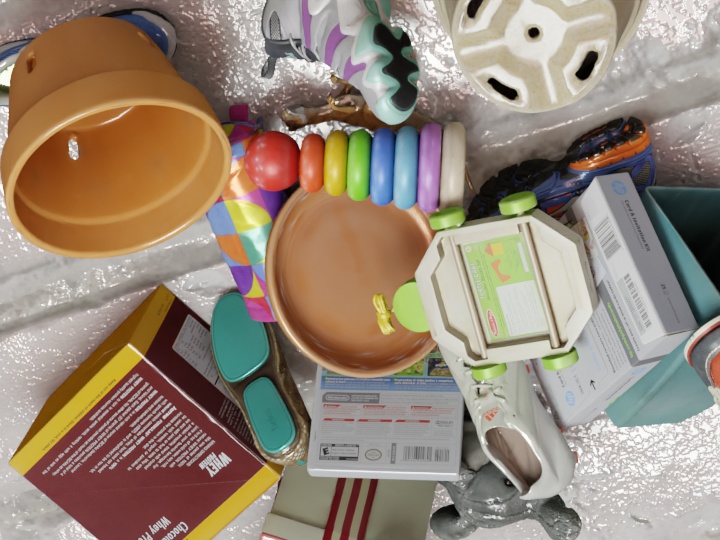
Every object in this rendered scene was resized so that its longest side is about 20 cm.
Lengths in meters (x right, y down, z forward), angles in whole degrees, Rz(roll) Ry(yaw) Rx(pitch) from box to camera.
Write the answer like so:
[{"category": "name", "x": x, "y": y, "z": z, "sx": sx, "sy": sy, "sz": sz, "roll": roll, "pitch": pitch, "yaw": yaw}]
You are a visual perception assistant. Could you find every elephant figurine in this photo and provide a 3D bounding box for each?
[{"category": "elephant figurine", "x": 0.116, "y": 0.195, "z": 1.565, "sx": 0.141, "sy": 0.200, "sz": 0.155, "roll": 43, "pitch": 115, "yaw": -14}]

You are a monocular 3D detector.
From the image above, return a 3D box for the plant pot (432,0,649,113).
[{"category": "plant pot", "x": 0.150, "y": -0.225, "z": 1.374, "sx": 0.199, "sy": 0.184, "sz": 0.202, "roll": 3, "pitch": 115, "yaw": 6}]

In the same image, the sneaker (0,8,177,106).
[{"category": "sneaker", "x": -0.263, "y": -0.187, "z": 1.511, "sx": 0.199, "sy": 0.077, "sz": 0.076, "roll": -15, "pitch": 110, "yaw": 13}]

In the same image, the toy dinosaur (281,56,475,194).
[{"category": "toy dinosaur", "x": 0.026, "y": -0.148, "z": 1.511, "sx": 0.199, "sy": 0.061, "sz": 0.107, "roll": 11, "pitch": 128, "yaw": -11}]

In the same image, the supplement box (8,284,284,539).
[{"category": "supplement box", "x": -0.202, "y": 0.167, "z": 1.636, "sx": 0.200, "sy": 0.133, "sz": 0.197, "roll": 42, "pitch": 113, "yaw": -11}]

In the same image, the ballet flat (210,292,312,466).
[{"category": "ballet flat", "x": -0.095, "y": 0.111, "z": 1.591, "sx": 0.070, "sy": 0.201, "sz": 0.065, "roll": -28, "pitch": 145, "yaw": 10}]

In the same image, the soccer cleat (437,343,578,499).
[{"category": "soccer cleat", "x": 0.125, "y": 0.117, "z": 1.486, "sx": 0.069, "sy": 0.077, "sz": 0.200, "roll": -44, "pitch": 72, "yaw": 36}]

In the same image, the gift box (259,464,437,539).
[{"category": "gift box", "x": -0.012, "y": 0.299, "z": 1.631, "sx": 0.199, "sy": 0.187, "sz": 0.185, "roll": 13, "pitch": 124, "yaw": 4}]

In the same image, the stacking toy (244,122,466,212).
[{"category": "stacking toy", "x": -0.005, "y": -0.095, "z": 1.470, "sx": 0.199, "sy": 0.085, "sz": 0.086, "roll": 3, "pitch": 115, "yaw": 3}]

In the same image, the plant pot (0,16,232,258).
[{"category": "plant pot", "x": -0.227, "y": -0.127, "z": 1.438, "sx": 0.199, "sy": 0.140, "sz": 0.201, "roll": -15, "pitch": 145, "yaw": -11}]

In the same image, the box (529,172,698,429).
[{"category": "box", "x": 0.207, "y": 0.031, "z": 1.458, "sx": 0.041, "sy": 0.157, "sz": 0.200, "roll": -8, "pitch": 155, "yaw": -28}]

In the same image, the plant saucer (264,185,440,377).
[{"category": "plant saucer", "x": 0.000, "y": 0.000, "z": 1.529, "sx": 0.199, "sy": 0.037, "sz": 0.201, "roll": 2, "pitch": 85, "yaw": -23}]

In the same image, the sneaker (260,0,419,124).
[{"category": "sneaker", "x": -0.033, "y": -0.196, "z": 1.447, "sx": 0.140, "sy": 0.078, "sz": 0.201, "roll": -29, "pitch": 66, "yaw": 29}]

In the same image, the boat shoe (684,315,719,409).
[{"category": "boat shoe", "x": 0.332, "y": 0.096, "z": 1.403, "sx": 0.071, "sy": 0.063, "sz": 0.200, "roll": -29, "pitch": 147, "yaw": 8}]

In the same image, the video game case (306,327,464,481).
[{"category": "video game case", "x": 0.029, "y": 0.102, "z": 1.551, "sx": 0.142, "sy": 0.201, "sz": 0.018, "roll": 1, "pitch": 151, "yaw": 8}]

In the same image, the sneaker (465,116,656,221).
[{"category": "sneaker", "x": 0.185, "y": -0.064, "z": 1.508, "sx": 0.199, "sy": 0.075, "sz": 0.079, "roll": -23, "pitch": 113, "yaw": 19}]

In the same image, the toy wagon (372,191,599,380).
[{"category": "toy wagon", "x": 0.106, "y": 0.018, "z": 1.440, "sx": 0.199, "sy": 0.040, "sz": 0.156, "roll": -10, "pitch": 103, "yaw": 27}]

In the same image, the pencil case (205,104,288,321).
[{"category": "pencil case", "x": -0.099, "y": -0.050, "z": 1.548, "sx": 0.088, "sy": 0.088, "sz": 0.201, "roll": -13, "pitch": 113, "yaw": 14}]

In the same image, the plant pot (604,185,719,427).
[{"category": "plant pot", "x": 0.291, "y": 0.044, "z": 1.485, "sx": 0.141, "sy": 0.142, "sz": 0.200, "roll": 0, "pitch": 138, "yaw": -35}]
